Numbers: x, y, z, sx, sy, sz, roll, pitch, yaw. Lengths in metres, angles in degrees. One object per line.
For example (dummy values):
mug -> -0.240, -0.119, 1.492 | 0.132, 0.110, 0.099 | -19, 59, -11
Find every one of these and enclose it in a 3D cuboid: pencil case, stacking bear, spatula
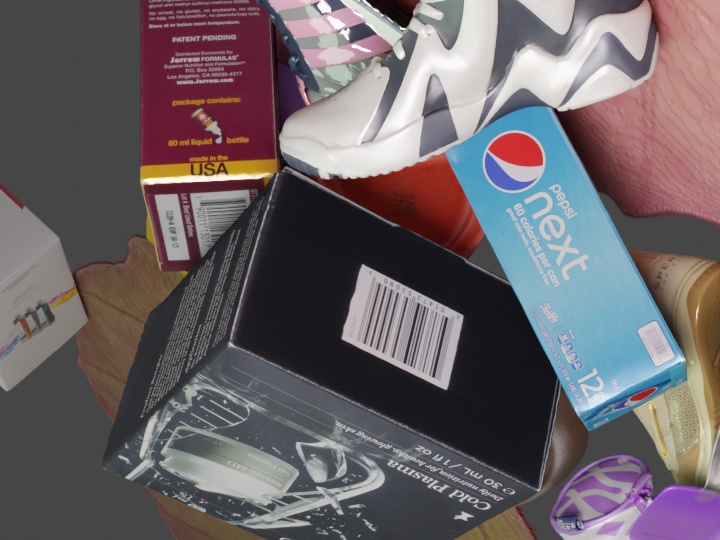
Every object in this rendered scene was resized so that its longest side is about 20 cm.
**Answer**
pencil case -> 0.214, 0.221, 1.170 | 0.085, 0.084, 0.201 | -16, 116, 42
stacking bear -> 0.000, 0.000, 1.073 | 0.120, 0.115, 0.200 | 8, 150, -15
spatula -> 0.204, 0.085, 0.901 | 0.021, 0.056, 0.201 | -103, 29, -58

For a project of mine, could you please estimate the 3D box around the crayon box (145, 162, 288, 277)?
crayon box -> -0.098, -0.040, 1.202 | 0.126, 0.051, 0.200 | 45, 158, 12

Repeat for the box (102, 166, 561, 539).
box -> -0.017, 0.071, 0.970 | 0.199, 0.125, 0.197 | 26, 146, -16

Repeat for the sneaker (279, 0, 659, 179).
sneaker -> 0.038, -0.131, 0.819 | 0.197, 0.080, 0.131 | -15, 108, 19

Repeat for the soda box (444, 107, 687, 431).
soda box -> 0.102, -0.020, 0.889 | 0.201, 0.064, 0.068 | 65, -173, 16

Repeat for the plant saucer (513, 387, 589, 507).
plant saucer -> 0.065, 0.117, 1.198 | 0.198, 0.032, 0.201 | 9, 136, 9

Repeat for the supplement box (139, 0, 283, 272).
supplement box -> -0.094, -0.114, 1.051 | 0.111, 0.085, 0.202 | 91, 176, -61

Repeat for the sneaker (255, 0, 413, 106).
sneaker -> -0.027, -0.139, 0.970 | 0.199, 0.082, 0.070 | 38, -161, 4

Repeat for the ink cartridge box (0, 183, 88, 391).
ink cartridge box -> -0.447, 0.017, 2.035 | 0.145, 0.144, 0.201 | 39, 156, 23

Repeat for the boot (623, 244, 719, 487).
boot -> 0.166, 0.062, 0.987 | 0.155, 0.073, 0.201 | 24, 142, 44

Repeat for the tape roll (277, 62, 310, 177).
tape roll -> -0.047, -0.056, 1.231 | 0.200, 0.066, 0.201 | 41, 158, 20
